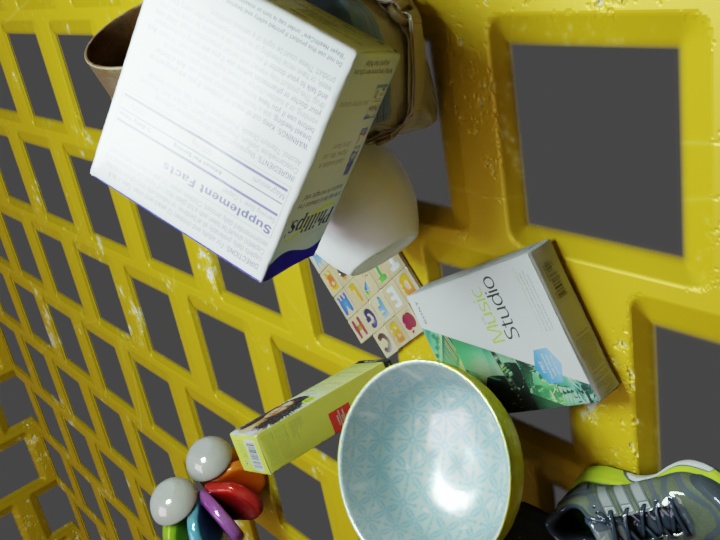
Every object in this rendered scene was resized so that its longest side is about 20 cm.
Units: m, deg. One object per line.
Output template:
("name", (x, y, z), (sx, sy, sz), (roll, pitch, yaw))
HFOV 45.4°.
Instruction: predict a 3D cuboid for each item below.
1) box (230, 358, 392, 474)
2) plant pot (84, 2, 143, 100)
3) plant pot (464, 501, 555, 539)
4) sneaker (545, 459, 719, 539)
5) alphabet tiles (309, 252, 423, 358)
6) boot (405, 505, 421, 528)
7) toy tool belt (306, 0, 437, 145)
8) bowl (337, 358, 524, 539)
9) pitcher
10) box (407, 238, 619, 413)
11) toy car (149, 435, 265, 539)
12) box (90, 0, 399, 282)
("box", (-0.049, 0.166, 1.004), (0.075, 0.198, 0.051), (-13, 100, 55))
("plant pot", (-0.186, -0.192, 0.989), (0.186, 0.186, 0.202), (25, 146, 43))
("plant pot", (0.164, 0.355, 0.834), (0.177, 0.198, 0.201), (44, 158, 44))
("sneaker", (0.242, 0.216, 0.740), (0.199, 0.080, 0.075), (-29, 89, 57))
("alphabet tiles", (0.000, 0.000, 0.996), (0.202, 0.006, 0.166), (58, 147, 8))
("boot", (0.049, 0.279, 0.973), (0.069, 0.201, 0.174), (37, 146, -12))
("toy tool belt", (-0.012, -0.206, 0.761), (0.124, 0.122, 0.203), (3, 114, 53))
("bowl", (0.085, 0.190, 0.844), (0.198, 0.107, 0.204), (-5, 81, 38))
("pitcher", (-0.040, -0.095, 0.837), (0.121, 0.171, 0.202), (-37, 80, 36))
("box", (0.137, 0.064, 0.823), (0.199, 0.036, 0.146), (-24, 92, 59))
("toy car", (-0.238, 0.396, 1.443), (0.149, 0.200, 0.176), (17, 145, 40))
("box", (-0.096, -0.128, 0.710), (0.182, 0.105, 0.202), (31, 112, 12))
